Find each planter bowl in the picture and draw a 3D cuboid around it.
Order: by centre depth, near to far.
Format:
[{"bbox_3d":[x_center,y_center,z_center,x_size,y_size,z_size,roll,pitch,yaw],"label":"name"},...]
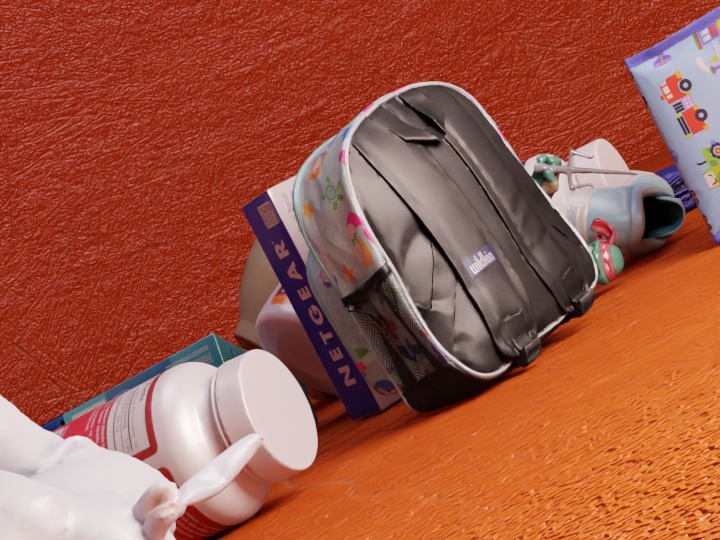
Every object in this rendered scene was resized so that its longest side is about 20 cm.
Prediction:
[{"bbox_3d":[-0.047,0.048,1.635,0.135,0.199,0.200,-56,7,-11],"label":"planter bowl"}]

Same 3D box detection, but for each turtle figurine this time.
[{"bbox_3d":[0.132,-0.003,1.249,0.198,0.101,0.151,-13,49,18],"label":"turtle figurine"}]

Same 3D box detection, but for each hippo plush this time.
[{"bbox_3d":[-0.138,0.149,0.716,0.198,0.161,0.161,16,6,-20],"label":"hippo plush"}]

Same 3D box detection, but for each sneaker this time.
[{"bbox_3d":[0.251,-0.044,1.384,0.081,0.075,0.199,8,14,29],"label":"sneaker"}]

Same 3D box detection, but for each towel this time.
[{"bbox_3d":[0.298,-0.070,1.651,0.146,0.050,0.200,-21,1,8],"label":"towel"}]

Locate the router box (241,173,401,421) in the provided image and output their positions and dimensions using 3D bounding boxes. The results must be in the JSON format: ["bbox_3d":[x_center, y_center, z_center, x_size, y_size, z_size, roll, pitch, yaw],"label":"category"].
[{"bbox_3d":[0.022,-0.005,1.325,0.179,0.202,0.049,-30,2,-36],"label":"router box"}]

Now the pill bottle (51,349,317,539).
[{"bbox_3d":[-0.132,0.132,1.066,0.199,0.113,0.112,-27,1,23],"label":"pill bottle"}]

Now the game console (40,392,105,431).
[{"bbox_3d":[-0.279,0.197,1.745,0.199,0.119,0.170,-27,1,25],"label":"game console"}]

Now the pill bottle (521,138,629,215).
[{"bbox_3d":[0.166,-0.042,1.526,0.199,0.121,0.120,-28,1,26],"label":"pill bottle"}]

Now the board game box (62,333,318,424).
[{"bbox_3d":[-0.142,0.129,1.378,0.150,0.047,0.200,-28,-23,11],"label":"board game box"}]

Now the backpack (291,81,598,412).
[{"bbox_3d":[0.048,-0.022,1.113,0.177,0.201,0.150,-36,6,-39],"label":"backpack"}]

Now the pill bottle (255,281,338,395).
[{"bbox_3d":[0.000,0.000,1.411,0.114,0.114,0.201,-26,28,58],"label":"pill bottle"}]

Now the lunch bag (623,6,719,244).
[{"bbox_3d":[0.314,-0.134,1.125,0.199,0.152,0.094,-27,1,42],"label":"lunch bag"}]
